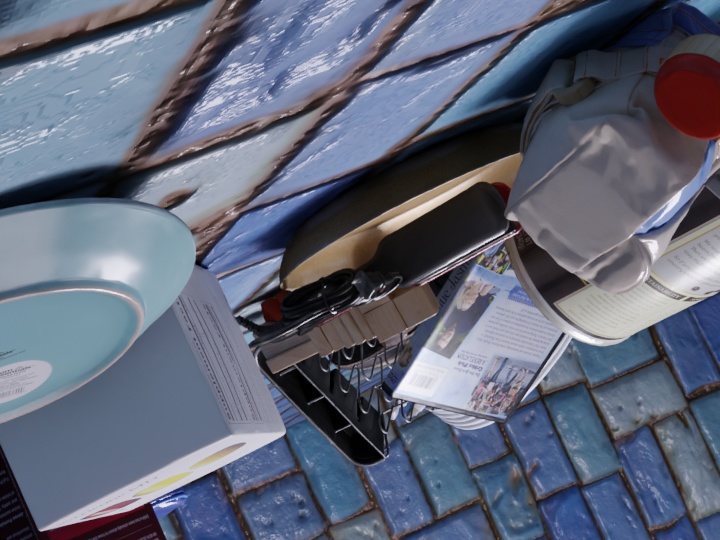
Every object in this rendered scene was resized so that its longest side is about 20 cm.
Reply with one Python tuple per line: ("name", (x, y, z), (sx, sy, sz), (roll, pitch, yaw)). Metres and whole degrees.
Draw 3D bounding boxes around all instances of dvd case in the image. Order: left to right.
("dvd case", (0.115, 0.023, 1.253), (0.142, 0.018, 0.201), (17, 110, -45))

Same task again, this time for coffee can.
("coffee can", (0.211, -0.052, 1.100), (0.146, 0.147, 0.200), (-19, 170, -45))

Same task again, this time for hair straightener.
("hair straightener", (0.000, 0.000, 0.998), (0.199, 0.041, 0.077), (-23, 174, 17))

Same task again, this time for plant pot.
("plant pot", (0.035, -0.043, 1.029), (0.199, 0.028, 0.200), (-26, 174, -3))

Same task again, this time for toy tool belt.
("toy tool belt", (0.163, -0.086, 0.887), (0.123, 0.125, 0.200), (-49, 179, -34))

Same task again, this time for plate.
("plate", (-0.159, 0.032, 0.708), (0.199, 0.026, 0.200), (-23, 160, -9))

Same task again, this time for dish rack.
("dish rack", (0.033, 0.057, 1.313), (0.199, 0.153, 0.055), (-29, -149, 25))

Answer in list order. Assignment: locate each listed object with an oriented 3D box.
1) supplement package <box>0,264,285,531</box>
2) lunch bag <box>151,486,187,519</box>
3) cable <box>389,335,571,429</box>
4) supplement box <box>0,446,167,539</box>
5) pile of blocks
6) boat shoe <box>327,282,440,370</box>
("supplement package", (-0.123, 0.064, 0.904), (0.113, 0.110, 0.200), (-26, 173, 3))
("lunch bag", (-0.210, 0.155, 1.179), (0.135, 0.133, 0.200), (-22, 173, -28))
("cable", (0.118, 0.042, 1.438), (0.200, 0.069, 0.201), (-37, -158, 30))
("supplement box", (-0.182, 0.160, 1.023), (0.061, 0.201, 0.109), (-29, 172, 30))
("pile of blocks", (-0.011, 0.016, 1.189), (0.082, 0.062, 0.199), (-36, -170, -35))
("boat shoe", (0.034, 0.019, 1.373), (0.200, 0.075, 0.073), (-38, 156, 31))
